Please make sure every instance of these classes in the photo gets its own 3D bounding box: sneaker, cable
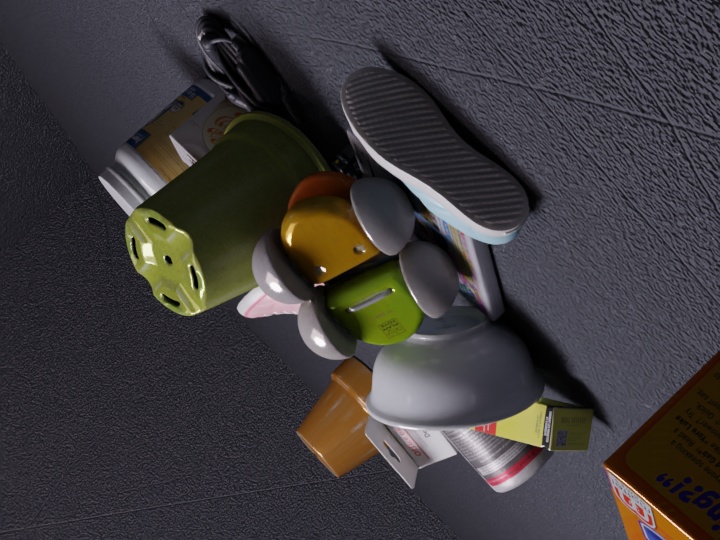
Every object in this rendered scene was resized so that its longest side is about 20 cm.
[{"bbox_3d":[-0.079,0.037,1.721,0.105,0.075,0.200,50,135,-3],"label":"sneaker"},{"bbox_3d":[-0.131,-0.206,1.545,0.200,0.051,0.163,52,169,-27],"label":"cable"},{"bbox_3d":[0.058,-0.090,1.139,0.200,0.074,0.082,46,167,13],"label":"sneaker"}]

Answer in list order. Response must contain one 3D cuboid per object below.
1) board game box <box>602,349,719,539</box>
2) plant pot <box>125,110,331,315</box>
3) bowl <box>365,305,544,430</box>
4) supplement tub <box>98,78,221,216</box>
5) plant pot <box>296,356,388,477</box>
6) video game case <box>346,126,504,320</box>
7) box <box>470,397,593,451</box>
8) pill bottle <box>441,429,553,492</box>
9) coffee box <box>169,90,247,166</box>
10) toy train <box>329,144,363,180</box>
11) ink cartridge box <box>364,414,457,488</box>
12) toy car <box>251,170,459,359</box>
[{"bbox_3d":[0.283,0.139,0.706,0.200,0.200,0.200,41,167,37],"label":"board game box"},{"bbox_3d":[-0.148,-0.048,1.451,0.200,0.184,0.201,29,136,32],"label":"plant pot"},{"bbox_3d":[0.099,0.096,1.447,0.201,0.201,0.091,-153,53,-63],"label":"bowl"},{"bbox_3d":[-0.239,-0.147,1.786,0.145,0.200,0.145,45,169,11],"label":"supplement tub"},{"bbox_3d":[-0.020,0.304,2.615,0.200,0.183,0.200,45,169,11],"label":"plant pot"},{"bbox_3d":[0.071,-0.049,1.380,0.182,0.024,0.200,42,167,29],"label":"video game case"},{"bbox_3d":[0.160,0.160,1.487,0.075,0.050,0.200,7,-178,-45],"label":"box"},{"bbox_3d":[0.146,0.169,1.639,0.200,0.111,0.111,48,170,-4],"label":"pill bottle"},{"bbox_3d":[-0.126,-0.126,1.642,0.200,0.114,0.080,44,169,21],"label":"coffee box"},{"bbox_3d":[0.006,-0.071,1.498,0.034,0.046,0.200,41,168,33],"label":"toy train"},{"bbox_3d":[0.081,0.174,1.727,0.117,0.067,0.200,51,-148,-22],"label":"ink cartridge box"},{"bbox_3d":[-0.004,-0.017,1.375,0.200,0.175,0.150,52,-158,-27],"label":"toy car"}]
